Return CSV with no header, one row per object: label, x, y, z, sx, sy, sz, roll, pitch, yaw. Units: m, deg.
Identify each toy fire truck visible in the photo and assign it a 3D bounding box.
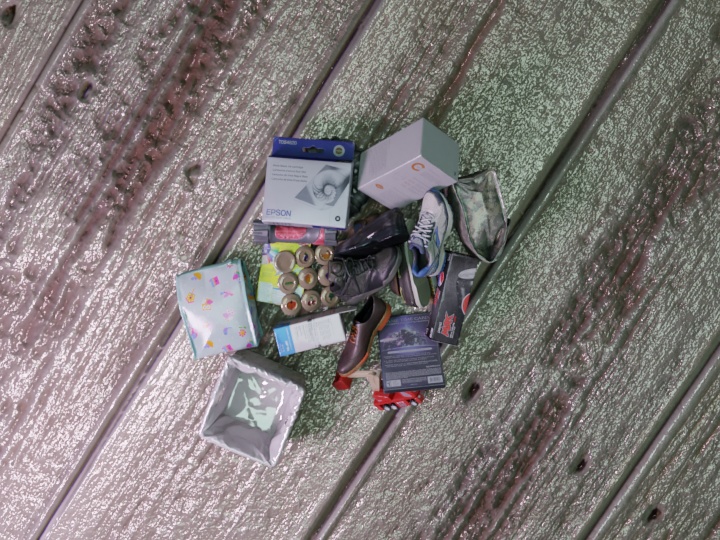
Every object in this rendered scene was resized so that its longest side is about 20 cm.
toy fire truck,0.043,0.267,1.645,0.141,0.198,0.049,43,50,-24

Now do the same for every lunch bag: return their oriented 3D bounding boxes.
lunch bag,0.268,-0.117,1.595,0.115,0.164,0.205,-17,95,-1
lunch bag,-0.329,0.084,1.638,0.166,0.122,0.205,-12,101,2

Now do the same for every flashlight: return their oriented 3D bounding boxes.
flashlight,-0.147,-0.092,1.603,0.194,0.068,0.070,3,89,-1

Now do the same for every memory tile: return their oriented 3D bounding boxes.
memory tile,-0.100,0.016,1.647,0.195,0.017,0.158,-10,101,-17

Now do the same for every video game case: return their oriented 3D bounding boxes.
video game case,0.114,0.187,1.627,0.139,0.203,0.019,-5,138,1

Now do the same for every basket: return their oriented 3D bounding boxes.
basket,-0.241,0.310,1.637,0.196,0.161,0.202,23,95,-1

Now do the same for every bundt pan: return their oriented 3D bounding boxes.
bundt pan,-0.064,-0.211,1.633,0.196,0.076,0.208,0,94,0

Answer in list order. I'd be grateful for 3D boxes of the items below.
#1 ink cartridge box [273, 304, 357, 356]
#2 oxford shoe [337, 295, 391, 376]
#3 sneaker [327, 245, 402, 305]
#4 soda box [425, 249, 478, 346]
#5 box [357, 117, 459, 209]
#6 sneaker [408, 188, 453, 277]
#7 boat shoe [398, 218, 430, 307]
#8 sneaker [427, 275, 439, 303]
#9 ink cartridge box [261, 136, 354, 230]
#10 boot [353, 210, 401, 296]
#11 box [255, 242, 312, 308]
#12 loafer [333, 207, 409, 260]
ink cartridge box,-0.095,0.136,1.643,0.195,0.116,0.070,-14,95,2
oxford shoe,-0.007,0.150,1.644,0.072,0.070,0.203,37,79,-44
sneaker,0.000,0.000,1.576,0.113,0.078,0.198,28,134,-36
soda box,0.206,0.062,1.599,0.069,0.063,0.205,12,95,-9
box,0.104,-0.228,1.547,0.123,0.198,0.100,26,58,-36
sneaker,0.148,-0.075,1.535,0.084,0.076,0.205,-20,119,-41
boat shoe,0.110,-0.015,1.615,0.060,0.071,0.207,-1,104,39
sneaker,0.192,-0.020,1.657,0.088,0.075,0.205,-13,99,-11
ink cartridge box,-0.115,-0.198,1.564,0.194,0.041,0.206,4,83,5
boot,0.046,-0.036,1.665,0.095,0.075,0.205,-6,103,24
box,-0.177,-0.021,1.665,0.114,0.048,0.206,10,97,0
loafer,0.022,-0.078,1.596,0.196,0.072,0.074,-19,66,28
